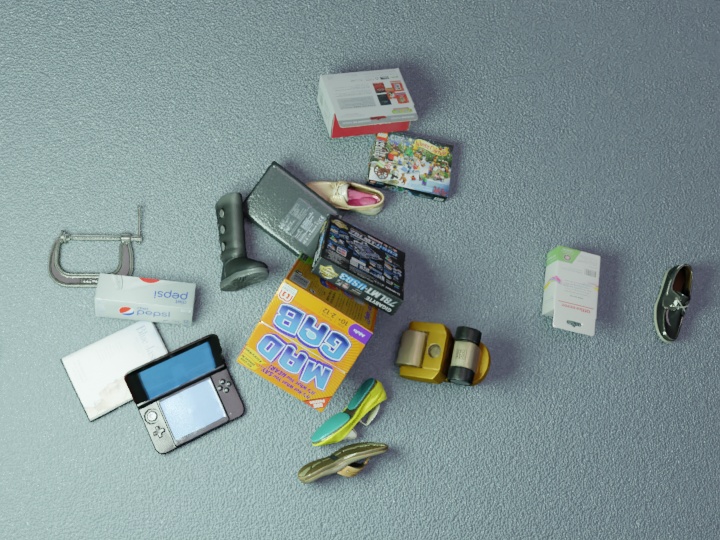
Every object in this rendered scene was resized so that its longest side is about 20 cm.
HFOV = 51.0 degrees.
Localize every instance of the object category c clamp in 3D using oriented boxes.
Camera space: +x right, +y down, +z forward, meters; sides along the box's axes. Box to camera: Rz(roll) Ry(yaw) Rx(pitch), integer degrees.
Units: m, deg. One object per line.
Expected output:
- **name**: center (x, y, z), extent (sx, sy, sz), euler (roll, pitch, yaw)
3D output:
- **c clamp**: center (-0.559, -0.045, 1.598), extent (0.198, 0.027, 0.173), euler (-5, 82, -16)

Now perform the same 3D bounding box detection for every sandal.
- **sandal**: center (-0.034, 0.410, 1.583), extent (0.198, 0.080, 0.055), euler (-20, 97, -16)

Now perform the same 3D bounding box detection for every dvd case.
- **dvd case**: center (-0.492, 0.200, 1.552), extent (0.199, 0.018, 0.144), euler (-27, 83, -19)

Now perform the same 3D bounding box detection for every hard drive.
- **hard drive**: center (-0.156, -0.129, 1.689), extent (0.199, 0.033, 0.140), euler (37, 91, -2)

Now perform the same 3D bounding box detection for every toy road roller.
- **toy road roller**: center (0.191, 0.198, 1.681), extent (0.198, 0.146, 0.124), euler (5, 71, 27)

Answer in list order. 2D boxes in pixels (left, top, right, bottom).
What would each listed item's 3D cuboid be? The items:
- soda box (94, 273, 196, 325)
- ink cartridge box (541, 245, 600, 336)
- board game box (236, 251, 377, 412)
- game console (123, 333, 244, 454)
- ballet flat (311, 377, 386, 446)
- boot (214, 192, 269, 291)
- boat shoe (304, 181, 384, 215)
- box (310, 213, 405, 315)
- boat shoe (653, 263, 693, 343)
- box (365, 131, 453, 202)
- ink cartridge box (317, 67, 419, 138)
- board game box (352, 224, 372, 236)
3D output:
- **soda box**: center (-0.444, 0.060, 1.566), extent (0.198, 0.064, 0.069), euler (7, 51, -11)
- **ink cartridge box**: center (0.502, 0.055, 1.804), extent (0.116, 0.067, 0.202), euler (14, 72, -10)
- **board game box**: center (-0.099, 0.119, 1.532), extent (0.199, 0.200, 0.201), euler (31, 106, -4)
- **game console**: center (-0.349, 0.251, 1.521), extent (0.198, 0.119, 0.174), euler (-24, 82, -17)
- **ballet flat**: center (-0.017, 0.319, 1.617), extent (0.200, 0.067, 0.067), euler (-44, 110, -21)
- **boot**: center (-0.255, -0.070, 1.609), extent (0.065, 0.164, 0.202), euler (9, 71, -40)
- **boat shoe**: center (-0.038, -0.175, 1.731), extent (0.198, 0.069, 0.075), euler (5, 75, -12)
- **box**: center (0.001, -0.017, 1.597), extent (0.199, 0.050, 0.199), euler (28, 28, -12)
- **boat shoe**: center (0.778, 0.079, 1.866), extent (0.071, 0.068, 0.202), euler (21, 74, -9)
- **box**: center (0.118, -0.253, 1.805), extent (0.198, 0.038, 0.138), euler (11, 74, -11)
- **ink cartridge box**: center (0.016, -0.376, 1.760), extent (0.198, 0.084, 0.177), euler (-8, 56, -15)
- **board game box**: center (0.000, 0.000, 1.713), extent (0.199, 0.039, 0.159), euler (30, 76, -3)
